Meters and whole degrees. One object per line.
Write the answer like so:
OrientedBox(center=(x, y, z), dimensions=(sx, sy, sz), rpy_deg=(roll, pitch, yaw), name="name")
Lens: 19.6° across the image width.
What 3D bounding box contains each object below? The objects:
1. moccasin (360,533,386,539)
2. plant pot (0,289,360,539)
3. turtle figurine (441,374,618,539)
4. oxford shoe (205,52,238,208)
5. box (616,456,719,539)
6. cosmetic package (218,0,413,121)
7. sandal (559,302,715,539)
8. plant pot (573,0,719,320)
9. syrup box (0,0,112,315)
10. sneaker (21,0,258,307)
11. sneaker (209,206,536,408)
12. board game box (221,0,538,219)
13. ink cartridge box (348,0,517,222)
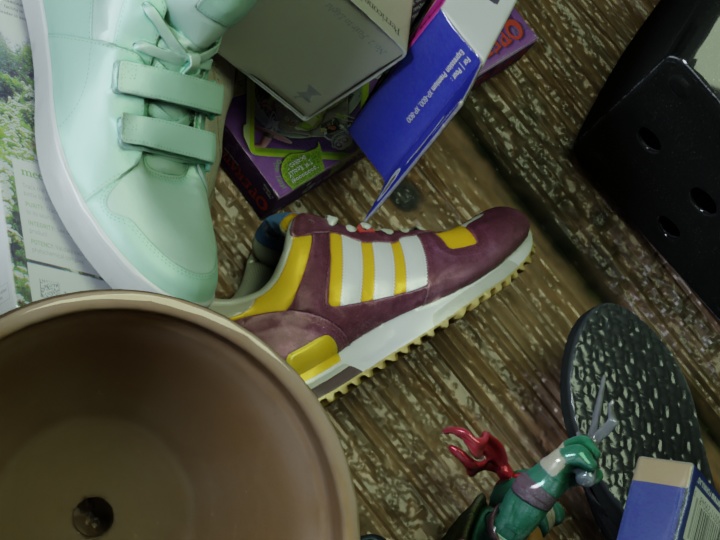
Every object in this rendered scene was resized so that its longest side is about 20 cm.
OrientedBox(center=(-0.025, 0.201, 0.871), dimensions=(0.080, 0.068, 0.201), rpy_deg=(8, 59, 3), name="moccasin")
OrientedBox(center=(-0.106, 0.107, 0.849), dimensions=(0.199, 0.093, 0.202), rpy_deg=(0, 92, -14), name="plant pot")
OrientedBox(center=(0.074, 0.151, 0.946), dimensions=(0.150, 0.100, 0.201), rpy_deg=(65, 36, -38), name="turtle figurine")
OrientedBox(center=(-0.088, -0.090, 0.970), dimensions=(0.070, 0.074, 0.201), rpy_deg=(1, 74, -9), name="oxford shoe")
OrientedBox(center=(0.130, 0.197, 0.928), dimensions=(0.121, 0.032, 0.201), rpy_deg=(45, 56, -54), name="box")
OrientedBox(center=(-0.026, -0.184, 1.011), dimensions=(0.103, 0.073, 0.201), rpy_deg=(37, 40, -31), name="cosmetic package")
OrientedBox(center=(0.141, 0.116, 1.033), dimensions=(0.075, 0.048, 0.202), rpy_deg=(-22, 90, -36), name="sandal")
OrientedBox(center=(0.232, -0.088, 1.098), dimensions=(0.177, 0.200, 0.200), rpy_deg=(-40, 88, -26), name="plant pot")
OrientedBox(center=(-0.157, -0.048, 0.912), dimensions=(0.078, 0.081, 0.201), rpy_deg=(16, 52, -46), name="syrup box")
OrientedBox(center=(-0.075, -0.085, 0.867), dimensions=(0.074, 0.118, 0.202), rpy_deg=(7, 61, -54), name="sneaker")
OrientedBox(center=(0.000, 0.000, 0.992), dimensions=(0.200, 0.075, 0.090), rpy_deg=(-33, 89, -37), name="sneaker")
OrientedBox(center=(-0.011, -0.121, 1.077), dimensions=(0.200, 0.032, 0.120), rpy_deg=(-33, 79, -35), name="board game box")
OrientedBox(center=(0.046, -0.117, 1.010), dimensions=(0.037, 0.095, 0.201), rpy_deg=(33, 45, -7), name="ink cartridge box")
